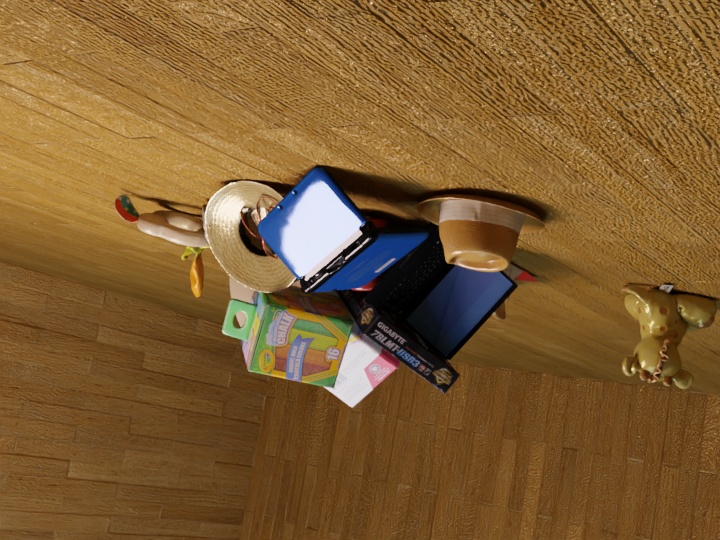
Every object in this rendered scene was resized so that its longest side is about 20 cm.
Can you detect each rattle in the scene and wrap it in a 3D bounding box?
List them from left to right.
[{"bbox_3d":[-0.376,-0.048,1.845,0.197,0.144,0.131,7,-144,-31],"label":"rattle"}]

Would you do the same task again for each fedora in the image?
[{"bbox_3d":[0.167,-0.048,1.417,0.196,0.084,0.201,11,171,2],"label":"fedora"}]

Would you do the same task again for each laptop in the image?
[{"bbox_3d":[0.131,0.035,1.598,0.103,0.178,0.199,47,-169,29],"label":"laptop"}]

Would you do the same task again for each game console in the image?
[{"bbox_3d":[-0.027,-0.058,1.465,0.168,0.120,0.199,-4,159,-37],"label":"game console"}]

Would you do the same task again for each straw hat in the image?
[{"bbox_3d":[-0.149,-0.071,1.603,0.198,0.205,0.085,6,-150,29],"label":"straw hat"}]

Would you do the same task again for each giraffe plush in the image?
[{"bbox_3d":[0.538,0.124,1.771,0.170,0.166,0.199,6,170,27],"label":"giraffe plush"}]

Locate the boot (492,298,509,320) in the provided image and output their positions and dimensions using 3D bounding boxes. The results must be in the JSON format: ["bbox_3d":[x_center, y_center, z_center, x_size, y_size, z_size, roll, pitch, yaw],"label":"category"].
[{"bbox_3d":[0.207,0.056,1.897,0.141,0.072,0.201,-5,-171,15],"label":"boot"}]

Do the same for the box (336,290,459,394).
[{"bbox_3d":[0.059,0.103,1.710,0.197,0.050,0.200,37,-172,-26],"label":"box"}]

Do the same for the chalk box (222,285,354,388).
[{"bbox_3d":[-0.129,0.099,1.661,0.196,0.127,0.124,12,-164,-18],"label":"chalk box"}]

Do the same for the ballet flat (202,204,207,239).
[{"bbox_3d":[-0.247,-0.066,1.808,0.063,0.068,0.200,-38,159,10],"label":"ballet flat"}]

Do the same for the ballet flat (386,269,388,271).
[{"bbox_3d":[0.079,-0.003,1.844,0.068,0.071,0.199,4,172,33],"label":"ballet flat"}]

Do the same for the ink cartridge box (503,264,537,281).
[{"bbox_3d":[0.213,0.009,1.824,0.158,0.048,0.199,4,167,36],"label":"ink cartridge box"}]

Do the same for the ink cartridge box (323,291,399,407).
[{"bbox_3d":[-0.041,0.135,1.826,0.199,0.086,0.147,39,124,-14],"label":"ink cartridge box"}]

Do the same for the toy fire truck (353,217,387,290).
[{"bbox_3d":[0.022,-0.031,1.665,0.166,0.115,0.198,-6,-175,-40],"label":"toy fire truck"}]

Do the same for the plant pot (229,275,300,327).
[{"bbox_3d":[-0.162,0.002,1.815,0.198,0.136,0.201,-31,167,-8],"label":"plant pot"}]
